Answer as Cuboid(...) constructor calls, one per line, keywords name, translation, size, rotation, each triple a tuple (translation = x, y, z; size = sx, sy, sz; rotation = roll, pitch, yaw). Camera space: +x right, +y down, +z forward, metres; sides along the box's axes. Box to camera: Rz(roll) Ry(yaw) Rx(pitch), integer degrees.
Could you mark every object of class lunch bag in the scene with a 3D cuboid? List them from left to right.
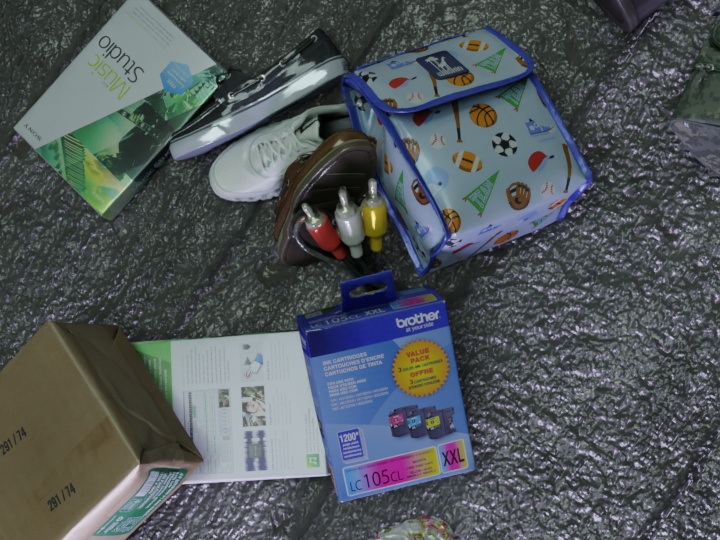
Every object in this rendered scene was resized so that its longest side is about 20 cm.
Cuboid(name="lunch bag", translation=(0.094, -0.125, 1.368), size=(0.170, 0.124, 0.200), rotation=(-20, 74, -20))
Cuboid(name="lunch bag", translation=(0.397, -0.163, 1.297), size=(0.200, 0.139, 0.168), rotation=(19, 77, 44))

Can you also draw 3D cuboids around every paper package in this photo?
Cuboid(name="paper package", translation=(-0.285, 0.177, 1.416), size=(0.200, 0.103, 0.191), rotation=(-45, 66, 19))

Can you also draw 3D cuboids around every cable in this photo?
Cuboid(name="cable", translation=(0.000, 0.000, 1.370), size=(0.097, 0.050, 0.200), rotation=(-17, 124, 10))

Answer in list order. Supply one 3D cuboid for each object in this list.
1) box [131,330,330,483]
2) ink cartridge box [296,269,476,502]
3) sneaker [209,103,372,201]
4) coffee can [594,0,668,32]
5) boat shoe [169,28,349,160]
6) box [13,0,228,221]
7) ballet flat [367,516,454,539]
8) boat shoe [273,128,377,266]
Cuboid(name="box", translation=(-0.129, 0.136, 1.447), size=(0.200, 0.036, 0.144), rotation=(-4, 82, 11))
Cuboid(name="ink cartridge box", translation=(0.020, 0.098, 1.353), size=(0.136, 0.076, 0.200), rotation=(-13, 101, -7))
Cuboid(name="sneaker", translation=(-0.064, -0.126, 1.450), size=(0.200, 0.081, 0.075), rotation=(-20, 81, 11))
Cuboid(name="coffee can", translation=(0.289, -0.342, 1.361), size=(0.200, 0.146, 0.146), rotation=(-37, 77, 6))
Cuboid(name="boat shoe", translation=(-0.111, -0.180, 1.466), size=(0.200, 0.070, 0.066), rotation=(-28, 89, 6))
Cuboid(name="box", translation=(-0.246, -0.173, 1.519), size=(0.144, 0.036, 0.200), rotation=(43, 94, 15))
Cuboid(name="ballet flat", translation=(-0.001, 0.298, 1.389), size=(0.200, 0.064, 0.076), rotation=(-30, 77, 7))
Cuboid(name="boat shoe", translation=(-0.045, -0.082, 1.390), size=(0.072, 0.200, 0.068), rotation=(-2, 60, -26))
